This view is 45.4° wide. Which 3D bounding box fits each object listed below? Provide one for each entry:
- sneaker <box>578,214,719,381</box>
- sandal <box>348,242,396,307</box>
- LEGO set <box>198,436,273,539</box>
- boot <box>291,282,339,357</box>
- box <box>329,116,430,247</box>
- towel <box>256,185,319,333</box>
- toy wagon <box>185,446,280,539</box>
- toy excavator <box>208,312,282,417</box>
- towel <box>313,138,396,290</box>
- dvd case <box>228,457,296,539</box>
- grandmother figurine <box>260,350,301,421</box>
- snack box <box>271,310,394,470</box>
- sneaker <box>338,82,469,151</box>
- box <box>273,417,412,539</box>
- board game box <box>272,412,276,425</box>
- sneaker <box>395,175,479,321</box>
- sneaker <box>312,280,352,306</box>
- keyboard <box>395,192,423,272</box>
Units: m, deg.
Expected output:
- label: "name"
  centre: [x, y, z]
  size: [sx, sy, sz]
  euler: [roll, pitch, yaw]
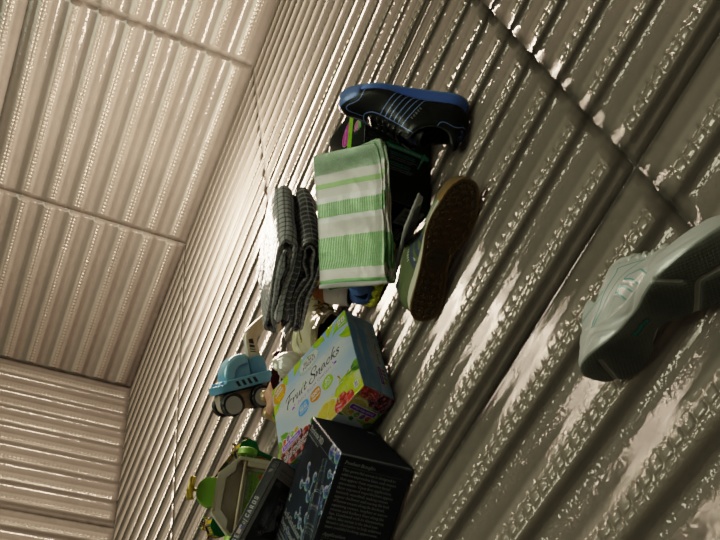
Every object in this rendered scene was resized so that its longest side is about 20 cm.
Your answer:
- label: "sneaker"
  centre: [0.244, 0.010, 0.725]
  size: [0.201, 0.070, 0.081]
  euler: [125, 156, -44]
- label: "sandal"
  centre: [0.000, 0.000, 1.338]
  size: [0.200, 0.086, 0.080]
  euler: [111, 167, -67]
- label: "LEGO set"
  centre: [-0.195, 0.398, 1.492]
  size: [0.116, 0.153, 0.202]
  euler: [-36, 38, 59]
- label: "boot"
  centre: [-0.066, 0.063, 1.519]
  size: [0.154, 0.071, 0.202]
  euler: [-175, 94, -71]
- label: "box"
  centre: [0.027, -0.153, 1.365]
  size: [0.149, 0.123, 0.202]
  euler: [-46, 34, 51]
- label: "towel"
  centre: [-0.114, -0.016, 1.424]
  size: [0.166, 0.085, 0.201]
  euler: [-104, 22, -50]
- label: "toy wagon"
  centre: [-0.185, 0.369, 1.406]
  size: [0.040, 0.198, 0.157]
  euler: [114, 164, -63]
- label: "toy excavator"
  centre: [-0.234, 0.191, 1.808]
  size: [0.100, 0.193, 0.202]
  euler: [-21, 82, 66]
- label: "towel"
  centre: [-0.013, -0.077, 1.235]
  size: [0.152, 0.023, 0.202]
  euler: [-7, 86, 45]
- label: "dvd case"
  centre: [-0.125, 0.392, 1.233]
  size: [0.025, 0.150, 0.201]
  euler: [6, 58, 42]
- label: "grandmother figurine"
  centre: [-0.147, 0.205, 1.599]
  size: [0.200, 0.060, 0.122]
  euler: [118, 138, -56]
- label: "snack box"
  centre: [-0.047, 0.190, 1.303]
  size: [0.200, 0.067, 0.169]
  euler: [-47, 32, 23]
- label: "sneaker"
  centre: [0.057, -0.221, 1.257]
  size: [0.070, 0.198, 0.079]
  euler: [60, -140, -64]
- label: "box"
  centre: [-0.029, 0.324, 1.159]
  size: [0.148, 0.106, 0.202]
  euler: [-156, 84, -71]
- label: "board game box"
  centre: [-0.087, 0.225, 1.458]
  size: [0.096, 0.030, 0.201]
  euler: [55, 130, 29]
- label: "sneaker"
  centre: [0.093, -0.039, 1.171]
  size: [0.090, 0.067, 0.202]
  euler: [43, 118, 63]
- label: "sneaker"
  centre: [-0.039, -0.040, 1.474]
  size: [0.073, 0.084, 0.202]
  euler: [64, -145, -60]
- label: "keyboard"
  centre: [0.065, -0.048, 1.221]
  size: [0.057, 0.011, 0.200]
  euler: [-62, -7, -16]
